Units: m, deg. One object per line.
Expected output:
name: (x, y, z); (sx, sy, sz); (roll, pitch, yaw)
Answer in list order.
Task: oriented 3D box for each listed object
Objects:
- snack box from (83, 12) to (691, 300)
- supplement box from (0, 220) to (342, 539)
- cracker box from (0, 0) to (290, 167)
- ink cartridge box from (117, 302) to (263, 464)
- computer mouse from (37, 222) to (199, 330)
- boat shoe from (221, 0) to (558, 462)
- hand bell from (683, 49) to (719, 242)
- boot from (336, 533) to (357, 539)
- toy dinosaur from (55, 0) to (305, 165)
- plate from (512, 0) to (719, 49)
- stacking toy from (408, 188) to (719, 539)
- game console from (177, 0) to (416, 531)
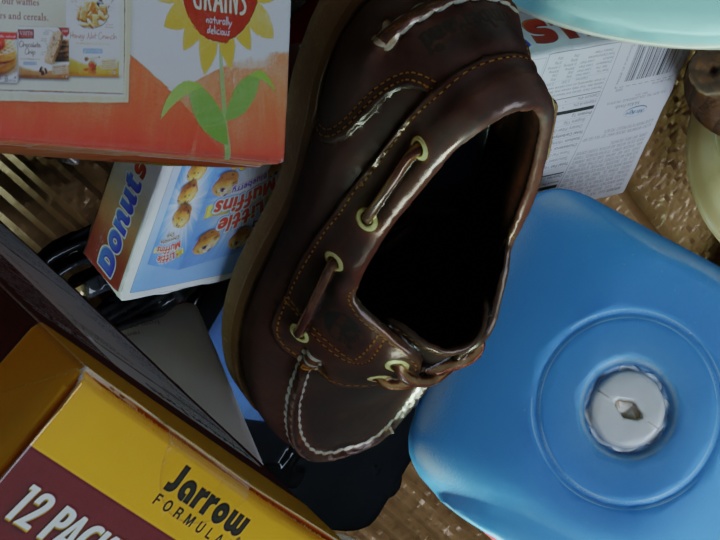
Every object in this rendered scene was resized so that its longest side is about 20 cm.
snack box: (0.014, -0.040, 0.874); (0.199, 0.024, 0.072); (-12, 140, -37)
supplement box: (-0.153, 0.071, 0.755); (0.197, 0.200, 0.133); (-50, 143, -1)
cracker box: (-0.078, -0.129, 0.712); (0.134, 0.058, 0.201); (3, 90, -47)
ink cartridge box: (-0.051, 0.117, 0.864); (0.067, 0.200, 0.118); (-11, 128, -12)
computer mouse: (-0.019, -0.029, 0.900); (0.200, 0.034, 0.059); (-34, 142, -23)
boat shoe: (0.008, -0.002, 0.826); (0.070, 0.070, 0.200); (-24, 149, -25)
hand bell: (0.141, -0.052, 0.988); (0.104, 0.104, 0.200); (-56, 163, 7)
boot: (-0.074, 0.154, 1.019); (0.199, 0.073, 0.091); (-5, 133, -39)
toy dinosaur: (-0.058, -0.091, 0.841); (0.199, 0.077, 0.103); (-10, 116, -36)
plate: (0.082, -0.099, 0.773); (0.200, 0.199, 0.026); (41, 53, -53)
stacking toy: (0.067, 0.045, 0.987); (0.110, 0.116, 0.200); (-63, -173, -5)
game console: (0.000, 0.000, 0.998); (0.177, 0.031, 0.201); (16, 109, -51)
